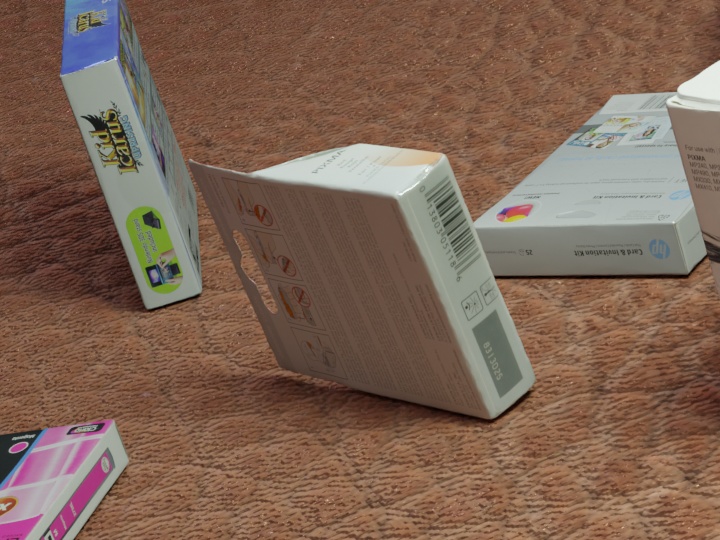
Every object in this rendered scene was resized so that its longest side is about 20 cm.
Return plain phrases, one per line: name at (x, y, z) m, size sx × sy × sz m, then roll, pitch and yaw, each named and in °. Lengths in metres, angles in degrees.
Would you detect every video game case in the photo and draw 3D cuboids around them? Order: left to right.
video game case at (-0.162, -0.093, 1.974) m, size 0.045 × 0.181 × 0.200 m, roll -17°, pitch 22°, yaw 2°

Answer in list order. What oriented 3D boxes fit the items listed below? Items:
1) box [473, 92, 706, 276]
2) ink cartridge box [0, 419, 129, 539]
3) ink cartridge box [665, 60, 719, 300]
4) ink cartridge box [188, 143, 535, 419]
box at (0.188, -0.059, 1.820) m, size 0.156 × 0.041 × 0.200 m, roll -1°, pitch 26°, yaw 37°
ink cartridge box at (-0.215, 0.154, 1.630) m, size 0.095 × 0.037 × 0.200 m, roll -8°, pitch 26°, yaw 23°
ink cartridge box at (0.260, -0.029, 1.479) m, size 0.145 × 0.200 × 0.084 m, roll -32°, pitch 26°, yaw -31°
ink cartridge box at (0.000, 0.000, 1.658) m, size 0.050 × 0.162 × 0.200 m, roll -38°, pitch 30°, yaw -27°
